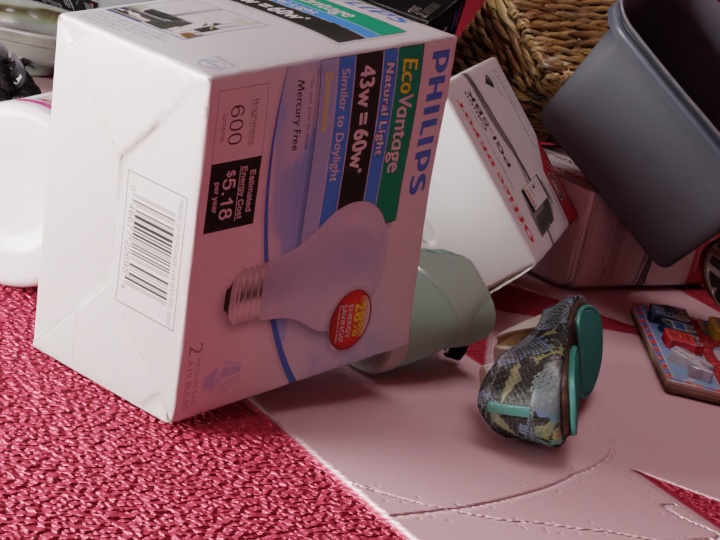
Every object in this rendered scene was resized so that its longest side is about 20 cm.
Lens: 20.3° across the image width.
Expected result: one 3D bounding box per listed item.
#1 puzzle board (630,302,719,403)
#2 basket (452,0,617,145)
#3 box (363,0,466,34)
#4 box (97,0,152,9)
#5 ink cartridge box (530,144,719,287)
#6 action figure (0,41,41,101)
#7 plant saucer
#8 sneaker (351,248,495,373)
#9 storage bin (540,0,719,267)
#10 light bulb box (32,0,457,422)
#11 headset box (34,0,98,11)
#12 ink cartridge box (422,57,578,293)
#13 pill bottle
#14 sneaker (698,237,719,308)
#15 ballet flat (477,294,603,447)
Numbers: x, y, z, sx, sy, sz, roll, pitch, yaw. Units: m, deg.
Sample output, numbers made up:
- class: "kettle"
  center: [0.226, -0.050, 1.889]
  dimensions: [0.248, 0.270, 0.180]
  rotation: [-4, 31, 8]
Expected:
- class: "puzzle board"
  center: [0.280, 0.067, 1.461]
  dimensions: [0.149, 0.018, 0.200]
  rotation: [13, 15, -3]
- class: "basket"
  center: [0.177, -0.150, 1.774]
  dimensions: [0.199, 0.149, 0.143]
  rotation: [2, 50, -40]
- class: "box"
  center: [-0.009, -0.187, 1.656]
  dimensions: [0.147, 0.125, 0.200]
  rotation: [21, 19, 6]
- class: "box"
  center: [-0.119, -0.136, 1.472]
  dimensions: [0.103, 0.202, 0.182]
  rotation: [16, 15, 13]
- class: "ink cartridge box"
  center: [0.193, -0.047, 1.680]
  dimensions: [0.199, 0.086, 0.145]
  rotation: [-3, 22, -46]
- class: "action figure"
  center: [-0.311, -0.150, 1.561]
  dimensions: [0.200, 0.102, 0.118]
  rotation: [52, 23, 25]
- class: "plant saucer"
  center: [-0.334, -0.222, 1.906]
  dimensions: [0.198, 0.051, 0.200]
  rotation: [13, 14, -3]
- class: "sneaker"
  center: [0.000, 0.001, 1.316]
  dimensions: [0.117, 0.074, 0.200]
  rotation: [-7, 34, -40]
- class: "storage bin"
  center: [0.244, -0.111, 1.550]
  dimensions: [0.201, 0.134, 0.145]
  rotation: [52, 41, 5]
- class: "light bulb box"
  center: [-0.065, -0.046, 1.130]
  dimensions: [0.124, 0.200, 0.199]
  rotation: [26, 28, 36]
- class: "headset box"
  center: [-0.230, -0.270, 2.008]
  dimensions: [0.198, 0.078, 0.149]
  rotation: [20, -10, 6]
- class: "ink cartridge box"
  center: [0.080, -0.066, 1.481]
  dimensions: [0.082, 0.148, 0.200]
  rotation: [-28, 4, 18]
- class: "pill bottle"
  center: [-0.181, -0.061, 1.302]
  dimensions: [0.112, 0.114, 0.200]
  rotation: [17, 15, 13]
- class: "sneaker"
  center: [0.338, 0.018, 1.618]
  dimensions: [0.199, 0.078, 0.085]
  rotation: [18, 5, -32]
- class: "ballet flat"
  center: [0.108, 0.057, 1.237]
  dimensions: [0.074, 0.075, 0.200]
  rotation: [16, 11, 9]
